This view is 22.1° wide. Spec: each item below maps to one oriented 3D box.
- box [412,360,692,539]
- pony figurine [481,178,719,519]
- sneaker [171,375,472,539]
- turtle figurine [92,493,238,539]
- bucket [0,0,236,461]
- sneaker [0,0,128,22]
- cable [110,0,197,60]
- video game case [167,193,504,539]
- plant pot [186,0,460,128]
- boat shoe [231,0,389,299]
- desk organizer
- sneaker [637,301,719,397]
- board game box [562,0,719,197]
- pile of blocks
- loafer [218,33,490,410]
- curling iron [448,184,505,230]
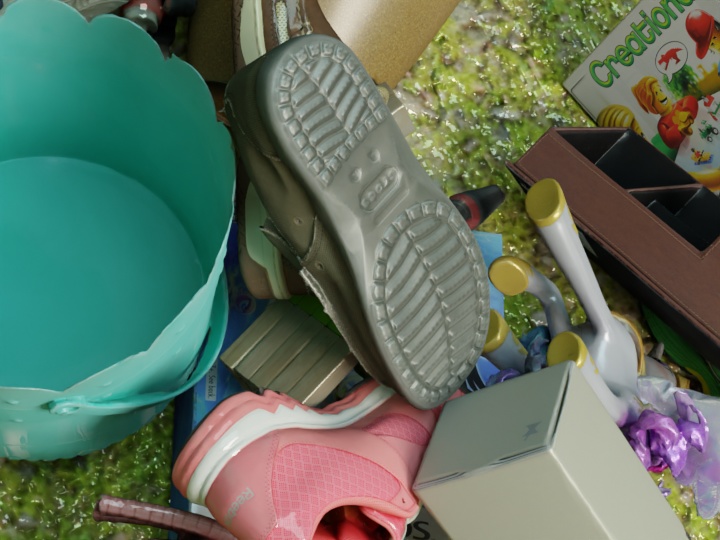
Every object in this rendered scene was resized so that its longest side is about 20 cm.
[{"bbox_3d":[0.114,0.146,0.895,0.201,0.082,0.069,56,33,-23],"label":"box"},{"bbox_3d":[0.137,0.077,0.982,0.200,0.166,0.194,44,32,-41],"label":"pony figurine"},{"bbox_3d":[0.001,0.104,0.885,0.199,0.074,0.087,-6,45,-48],"label":"sneaker"},{"bbox_3d":[-0.055,0.200,0.862,0.193,0.145,0.200,-3,33,-34],"label":"turtle figurine"},{"bbox_3d":[-0.157,-0.012,0.898,0.206,0.135,0.209,2,65,-5],"label":"bucket"},{"bbox_3d":[-0.173,-0.163,0.969,0.200,0.075,0.085,-42,70,11],"label":"sneaker"},{"bbox_3d":[-0.129,-0.194,1.037,0.050,0.097,0.201,2,65,-25],"label":"cable"},{"bbox_3d":[-0.009,0.062,1.001,0.180,0.045,0.201,10,64,-20],"label":"video game case"},{"bbox_3d":[-0.021,-0.175,1.041,0.185,0.186,0.201,25,77,-10],"label":"plant pot"},{"bbox_3d":[-0.022,-0.088,0.926,0.074,0.075,0.204,-2,86,8],"label":"boat shoe"},{"bbox_3d":[0.181,-0.017,1.035,0.077,0.072,0.200,-45,56,-1],"label":"desk organizer"},{"bbox_3d":[0.231,0.039,1.087,0.078,0.085,0.201,-16,74,-27],"label":"sneaker"},{"bbox_3d":[0.212,-0.116,1.081,0.035,0.200,0.126,-39,85,-30],"label":"board game box"},{"bbox_3d":[0.000,0.000,0.965,0.082,0.062,0.201,8,62,26],"label":"pile of blocks"},{"bbox_3d":[-0.002,-0.023,0.862,0.075,0.069,0.201,-39,119,-27],"label":"loafer"},{"bbox_3d":[0.055,-0.020,0.993,0.025,0.200,0.050,-13,102,14],"label":"curling iron"}]
